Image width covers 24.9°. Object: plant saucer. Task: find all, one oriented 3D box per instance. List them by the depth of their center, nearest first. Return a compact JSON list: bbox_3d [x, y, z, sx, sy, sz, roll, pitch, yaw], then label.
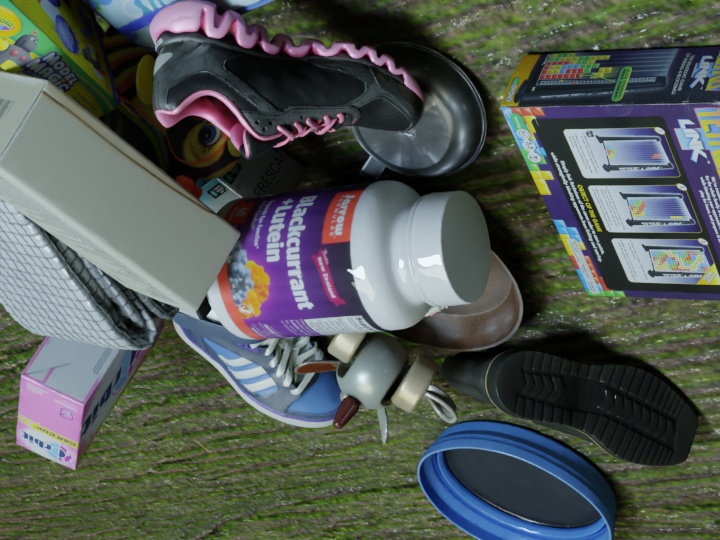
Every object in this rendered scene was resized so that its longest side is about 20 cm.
[{"bbox_3d":[0.046,-0.007,1.355,0.199,0.035,0.201,19,147,13],"label":"plant saucer"}]

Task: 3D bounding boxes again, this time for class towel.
[{"bbox_3d":[-0.253,-0.029,1.313,0.165,0.086,0.200,9,142,43],"label":"towel"}]

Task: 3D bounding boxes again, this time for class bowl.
[{"bbox_3d":[0.154,0.216,1.590,0.200,0.039,0.201,19,147,13],"label":"bowl"}]

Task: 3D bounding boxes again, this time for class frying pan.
[{"bbox_3d":[0.010,-0.102,1.222,0.190,0.031,0.115,-25,111,40],"label":"frying pan"}]

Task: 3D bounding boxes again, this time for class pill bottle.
[{"bbox_3d":[-0.009,-0.009,1.226,0.199,0.112,0.112,-6,137,30],"label":"pill bottle"}]

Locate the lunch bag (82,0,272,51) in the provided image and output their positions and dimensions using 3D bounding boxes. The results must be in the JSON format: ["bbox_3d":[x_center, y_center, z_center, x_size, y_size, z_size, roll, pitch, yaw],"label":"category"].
[{"bbox_3d":[-0.130,-0.236,1.113,0.199,0.083,0.161,-11,134,47],"label":"lunch bag"}]

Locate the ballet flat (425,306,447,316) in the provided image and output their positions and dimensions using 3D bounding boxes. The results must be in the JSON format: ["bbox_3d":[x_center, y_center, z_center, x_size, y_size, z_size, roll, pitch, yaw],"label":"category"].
[{"bbox_3d":[0.000,0.000,1.322,0.199,0.076,0.064,11,176,33],"label":"ballet flat"}]

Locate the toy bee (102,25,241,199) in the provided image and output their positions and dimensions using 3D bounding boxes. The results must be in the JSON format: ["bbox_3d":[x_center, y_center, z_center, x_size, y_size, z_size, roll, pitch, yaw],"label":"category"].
[{"bbox_3d":[-0.128,-0.115,1.224,0.199,0.109,0.131,20,167,44],"label":"toy bee"}]

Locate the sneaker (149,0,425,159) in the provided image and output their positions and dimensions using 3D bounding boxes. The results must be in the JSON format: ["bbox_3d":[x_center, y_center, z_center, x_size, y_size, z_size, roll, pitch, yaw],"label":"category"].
[{"bbox_3d":[-0.053,-0.114,1.124,0.199,0.096,0.079,12,157,-13],"label":"sneaker"}]

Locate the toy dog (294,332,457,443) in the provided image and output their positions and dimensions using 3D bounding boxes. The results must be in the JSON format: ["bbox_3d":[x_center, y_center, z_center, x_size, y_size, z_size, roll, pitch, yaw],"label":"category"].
[{"bbox_3d":[0.003,0.105,1.434,0.132,0.096,0.200,33,168,21],"label":"toy dog"}]

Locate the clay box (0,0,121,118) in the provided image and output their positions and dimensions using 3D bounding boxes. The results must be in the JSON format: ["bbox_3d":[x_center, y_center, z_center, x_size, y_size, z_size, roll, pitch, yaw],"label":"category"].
[{"bbox_3d":[-0.247,-0.196,1.151,0.047,0.115,0.200,-26,151,10],"label":"clay box"}]

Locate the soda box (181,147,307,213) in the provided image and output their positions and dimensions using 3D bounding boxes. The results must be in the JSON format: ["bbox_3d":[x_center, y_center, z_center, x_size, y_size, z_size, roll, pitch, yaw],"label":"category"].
[{"bbox_3d":[-0.129,-0.050,1.395,0.068,0.064,0.200,38,146,-16],"label":"soda box"}]

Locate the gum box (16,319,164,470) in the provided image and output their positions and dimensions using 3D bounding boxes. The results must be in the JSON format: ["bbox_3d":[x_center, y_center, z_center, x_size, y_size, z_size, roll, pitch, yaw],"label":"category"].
[{"bbox_3d":[-0.245,0.071,1.535,0.066,0.200,0.114,24,141,5],"label":"gum box"}]

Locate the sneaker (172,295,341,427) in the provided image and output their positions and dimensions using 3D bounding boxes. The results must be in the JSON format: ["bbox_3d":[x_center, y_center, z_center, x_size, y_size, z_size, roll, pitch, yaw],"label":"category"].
[{"bbox_3d":[-0.080,0.062,1.502,0.200,0.081,0.146,36,152,-4],"label":"sneaker"}]

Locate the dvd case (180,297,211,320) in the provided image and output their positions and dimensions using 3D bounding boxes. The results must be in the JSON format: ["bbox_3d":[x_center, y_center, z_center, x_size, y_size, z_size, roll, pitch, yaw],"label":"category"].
[{"bbox_3d":[-0.228,-0.035,1.416,0.199,0.018,0.143,20,148,29],"label":"dvd case"}]

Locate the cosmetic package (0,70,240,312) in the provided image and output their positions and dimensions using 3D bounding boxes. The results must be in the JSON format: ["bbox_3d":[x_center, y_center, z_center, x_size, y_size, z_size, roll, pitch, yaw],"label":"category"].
[{"bbox_3d":[-0.194,-0.056,1.170,0.103,0.073,0.200,17,163,48],"label":"cosmetic package"}]

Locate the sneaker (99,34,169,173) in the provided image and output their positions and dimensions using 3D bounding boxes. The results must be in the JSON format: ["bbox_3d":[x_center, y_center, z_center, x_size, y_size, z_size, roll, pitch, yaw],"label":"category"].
[{"bbox_3d":[-0.228,-0.121,1.348,0.074,0.081,0.200,3,141,34],"label":"sneaker"}]

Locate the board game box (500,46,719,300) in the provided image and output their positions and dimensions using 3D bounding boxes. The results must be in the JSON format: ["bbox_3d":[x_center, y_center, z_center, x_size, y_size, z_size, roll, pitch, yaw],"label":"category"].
[{"bbox_3d":[0.208,-0.063,1.132,0.165,0.057,0.200,2,140,32],"label":"board game box"}]

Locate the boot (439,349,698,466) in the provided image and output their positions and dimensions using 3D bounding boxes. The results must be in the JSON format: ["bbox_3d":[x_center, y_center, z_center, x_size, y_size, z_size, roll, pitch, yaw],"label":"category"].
[{"bbox_3d":[0.178,0.107,1.410,0.199,0.078,0.138,24,173,-19],"label":"boot"}]
